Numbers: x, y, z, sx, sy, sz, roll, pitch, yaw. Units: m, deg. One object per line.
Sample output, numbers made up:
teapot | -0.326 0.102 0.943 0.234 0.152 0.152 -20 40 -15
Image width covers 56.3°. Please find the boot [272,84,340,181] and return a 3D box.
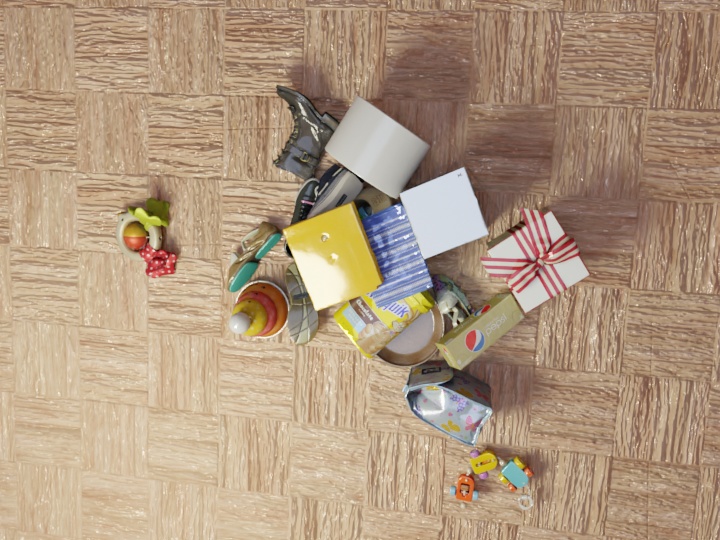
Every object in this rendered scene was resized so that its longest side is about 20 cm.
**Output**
boot | -0.154 -0.318 1.588 0.199 0.069 0.175 36 102 -4

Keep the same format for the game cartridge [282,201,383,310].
game cartridge | -0.058 -0.030 1.498 0.174 0.032 0.202 -19 101 17

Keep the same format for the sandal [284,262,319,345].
sandal | -0.143 0.081 1.657 0.079 0.054 0.203 -9 82 5

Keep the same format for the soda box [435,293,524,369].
soda box | 0.272 0.136 1.527 0.199 0.064 0.068 -36 99 -12

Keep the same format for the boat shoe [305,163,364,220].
boat shoe | -0.080 -0.158 1.566 0.200 0.093 0.075 -49 131 -4

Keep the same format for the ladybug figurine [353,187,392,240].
ladybug figurine | 0.001 -0.110 1.581 0.199 0.072 0.137 -37 63 15

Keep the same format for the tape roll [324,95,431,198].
tape roll | 0.039 -0.274 1.497 0.202 0.203 0.140 35 102 3

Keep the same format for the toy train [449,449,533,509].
toy train | 0.320 0.506 1.633 0.197 0.056 0.153 4 99 12

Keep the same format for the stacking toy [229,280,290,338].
stacking toy | -0.257 0.108 1.599 0.144 0.200 0.148 1 98 9

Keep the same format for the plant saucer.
plant saucer | 0.104 0.131 1.626 0.197 0.037 0.203 1 97 9

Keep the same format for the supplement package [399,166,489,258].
supplement package | 0.189 -0.130 1.492 0.149 0.200 0.154 -21 93 11

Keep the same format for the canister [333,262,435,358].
canister | 0.053 0.089 1.567 0.200 0.087 0.149 -42 87 13

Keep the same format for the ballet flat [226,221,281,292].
ballet flat | -0.276 -0.040 1.658 0.072 0.068 0.201 44 103 22

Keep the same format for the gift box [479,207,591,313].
gift box | 0.371 -0.033 1.482 0.184 0.187 0.201 -37 91 12

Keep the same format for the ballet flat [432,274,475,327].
ballet flat | 0.228 0.098 1.578 0.201 0.071 0.069 51 135 -1

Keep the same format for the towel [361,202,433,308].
towel | 0.067 -0.034 1.500 0.143 0.024 0.202 -21 84 15

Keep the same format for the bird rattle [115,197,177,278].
bird rattle | -0.539 -0.080 1.695 0.161 0.113 0.203 6 112 20

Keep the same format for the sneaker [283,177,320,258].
sneaker | -0.131 -0.115 1.591 0.070 0.099 0.202 17 104 -12

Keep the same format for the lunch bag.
lunch bag | 0.200 0.289 1.562 0.198 0.170 0.128 25 102 6
